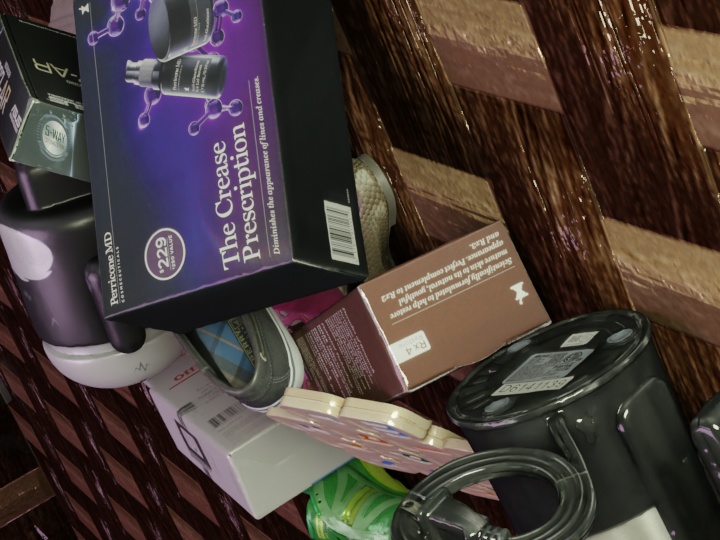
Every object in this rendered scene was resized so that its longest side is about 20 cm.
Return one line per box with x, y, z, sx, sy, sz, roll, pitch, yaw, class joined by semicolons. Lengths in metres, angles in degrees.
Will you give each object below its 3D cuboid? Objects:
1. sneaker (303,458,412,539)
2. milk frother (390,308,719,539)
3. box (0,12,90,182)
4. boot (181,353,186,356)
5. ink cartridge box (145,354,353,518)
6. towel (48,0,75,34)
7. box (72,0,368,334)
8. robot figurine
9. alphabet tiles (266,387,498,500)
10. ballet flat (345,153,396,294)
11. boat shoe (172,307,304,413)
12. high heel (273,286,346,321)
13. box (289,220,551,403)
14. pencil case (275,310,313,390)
0.004;0.199;1.698;0.200;0.084;0.074;39;154;47;sneaker
0.116;0.150;1.106;0.188;0.200;0.180;63;159;-14;milk frother
-0.141;-0.095;1.403;0.044;0.200;0.160;-66;25;19;box
-0.142;0.062;1.847;0.200;0.107;0.075;58;165;10;boot
-0.088;0.110;1.732;0.200;0.116;0.067;32;149;58;ink cartridge box
-0.203;-0.187;1.612;0.200;0.034;0.133;-173;96;-70;towel
-0.084;-0.078;1.252;0.141;0.079;0.200;-18;72;34;box
-0.193;-0.010;1.592;0.125;0.150;0.200;-1;119;29;robot figurine
0.046;0.112;1.324;0.196;0.015;0.200;7;164;43;alphabet tiles
0.000;0.000;1.439;0.067;0.046;0.200;49;160;32;ballet flat
-0.111;0.007;1.380;0.200;0.070;0.066;58;-165;19;boat shoe
-0.060;0.013;1.507;0.200;0.096;0.067;74;172;-73;high heel
0.031;0.037;1.315;0.075;0.100;0.200;65;163;2;box
-0.079;0.002;1.606;0.087;0.083;0.200;35;150;55;pencil case
